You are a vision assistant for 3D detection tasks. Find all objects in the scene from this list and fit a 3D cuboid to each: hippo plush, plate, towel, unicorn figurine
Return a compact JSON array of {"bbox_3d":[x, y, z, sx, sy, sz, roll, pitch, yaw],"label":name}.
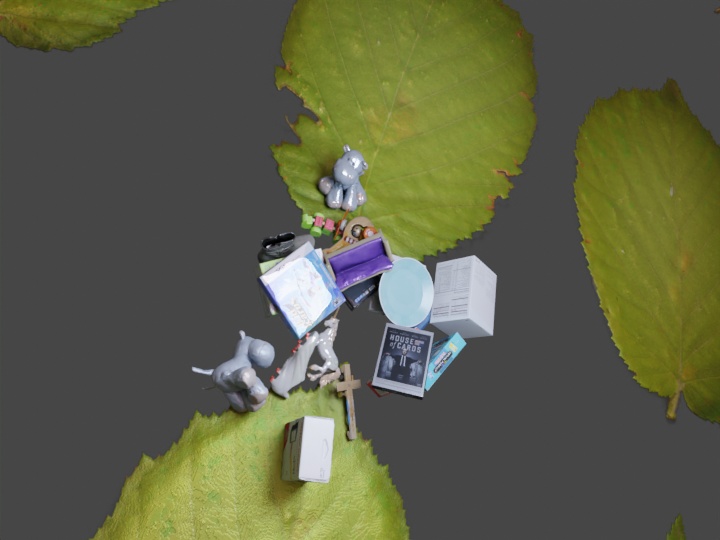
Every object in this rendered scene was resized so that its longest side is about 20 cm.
[{"bbox_3d":[-0.026,-0.295,1.720,0.159,0.161,0.201,43,62,-1],"label":"hippo plush"},{"bbox_3d":[0.135,0.065,1.624,0.194,0.025,0.209,1,87,-28],"label":"plate"},{"bbox_3d":[0.146,0.091,1.670,0.111,0.048,0.203,-39,105,-23],"label":"towel"},{"bbox_3d":[-0.306,0.268,1.449,0.193,0.163,0.163,2,40,24],"label":"hippo plush"},{"bbox_3d":[-0.108,0.224,1.568,0.133,0.073,0.208,-16,93,-26],"label":"unicorn figurine"}]

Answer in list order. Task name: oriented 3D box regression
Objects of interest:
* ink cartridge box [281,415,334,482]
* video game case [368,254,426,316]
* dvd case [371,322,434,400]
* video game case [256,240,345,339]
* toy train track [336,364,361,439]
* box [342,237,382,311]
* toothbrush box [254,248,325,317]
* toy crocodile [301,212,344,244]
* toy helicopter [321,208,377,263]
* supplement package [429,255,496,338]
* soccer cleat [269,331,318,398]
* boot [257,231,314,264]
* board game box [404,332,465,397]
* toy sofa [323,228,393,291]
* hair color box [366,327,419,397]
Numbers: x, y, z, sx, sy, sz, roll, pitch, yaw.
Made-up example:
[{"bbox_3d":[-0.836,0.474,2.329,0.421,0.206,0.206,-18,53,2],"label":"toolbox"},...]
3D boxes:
[{"bbox_3d":[-0.139,0.460,1.389,0.083,0.200,0.153,11,66,-17],"label":"ink cartridge box"},{"bbox_3d":[0.120,0.054,1.739,0.176,0.024,0.207,17,66,-16],"label":"video game case"},{"bbox_3d":[0.122,0.252,1.531,0.145,0.025,0.205,10,55,9],"label":"dvd case"},{"bbox_3d":[-0.163,0.054,1.514,0.180,0.045,0.203,-37,98,-24],"label":"video game case"},{"bbox_3d":[-0.039,0.375,1.552,0.113,0.032,0.208,8,72,-54],"label":"toy train track"},{"bbox_3d":[0.000,0.000,1.682,0.198,0.044,0.162,-36,82,-23],"label":"box"},{"bbox_3d":[-0.193,0.036,1.575,0.194,0.086,0.151,-16,87,-24],"label":"toothbrush box"},{"bbox_3d":[-0.097,-0.134,1.699,0.194,0.062,0.070,19,65,-15],"label":"toy crocodile"},{"bbox_3d":[-0.048,-0.094,1.646,0.197,0.079,0.134,-36,80,-11],"label":"toy helicopter"},{"bbox_3d":[0.327,0.089,1.711,0.150,0.147,0.207,32,59,-40],"label":"supplement package"},{"bbox_3d":[-0.170,0.258,1.497,0.077,0.069,0.202,38,93,-8],"label":"soccer cleat"},{"bbox_3d":[-0.207,-0.075,1.594,0.195,0.131,0.070,-20,79,-26],"label":"boot"},{"bbox_3d":[0.212,0.284,1.621,0.047,0.151,0.199,47,62,1],"label":"board game box"},{"bbox_3d":[-0.004,-0.029,1.576,0.194,0.084,0.099,-22,44,0],"label":"toy sofa"},{"bbox_3d":[0.110,0.272,1.608,0.064,0.111,0.200,43,61,-1],"label":"hair color box"}]
